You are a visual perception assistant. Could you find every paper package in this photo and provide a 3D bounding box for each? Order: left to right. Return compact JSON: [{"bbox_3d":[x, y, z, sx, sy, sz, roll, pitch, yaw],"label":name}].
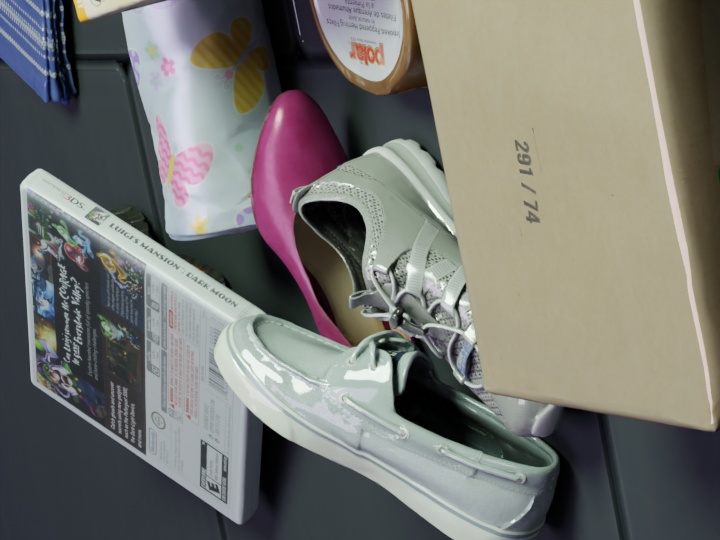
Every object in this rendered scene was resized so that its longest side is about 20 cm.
[{"bbox_3d":[0.121,-0.046,1.137,0.190,0.103,0.201,7,110,61],"label":"paper package"}]

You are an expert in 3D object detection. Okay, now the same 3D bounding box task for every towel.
[{"bbox_3d":[-0.233,-0.226,1.802,0.145,0.024,0.201,40,137,51],"label":"towel"}]

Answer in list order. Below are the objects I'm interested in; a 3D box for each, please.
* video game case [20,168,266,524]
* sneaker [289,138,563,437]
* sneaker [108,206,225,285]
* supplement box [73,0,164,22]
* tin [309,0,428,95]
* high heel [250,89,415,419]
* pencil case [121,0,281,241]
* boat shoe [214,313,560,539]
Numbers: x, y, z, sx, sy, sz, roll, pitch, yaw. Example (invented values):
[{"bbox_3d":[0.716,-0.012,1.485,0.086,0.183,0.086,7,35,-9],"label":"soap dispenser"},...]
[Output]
[{"bbox_3d":[-0.135,0.049,1.648,0.181,0.023,0.201,32,145,20],"label":"video game case"},{"bbox_3d":[0.034,0.018,1.358,0.200,0.082,0.075,51,146,37],"label":"sneaker"},{"bbox_3d":[-0.151,0.020,1.725,0.200,0.075,0.079,37,139,52],"label":"sneaker"},{"bbox_3d":[-0.086,-0.210,1.362,0.200,0.073,0.127,-10,96,55],"label":"supplement box"},{"bbox_3d":[0.004,-0.188,1.351,0.112,0.042,0.201,23,125,62],"label":"tin"},{"bbox_3d":[0.000,0.000,1.445,0.096,0.067,0.201,13,123,52],"label":"high heel"},{"bbox_3d":[-0.093,-0.117,1.521,0.090,0.083,0.201,0,105,55],"label":"pencil case"},{"bbox_3d":[0.018,0.068,1.385,0.200,0.070,0.072,32,121,12],"label":"boat shoe"}]
